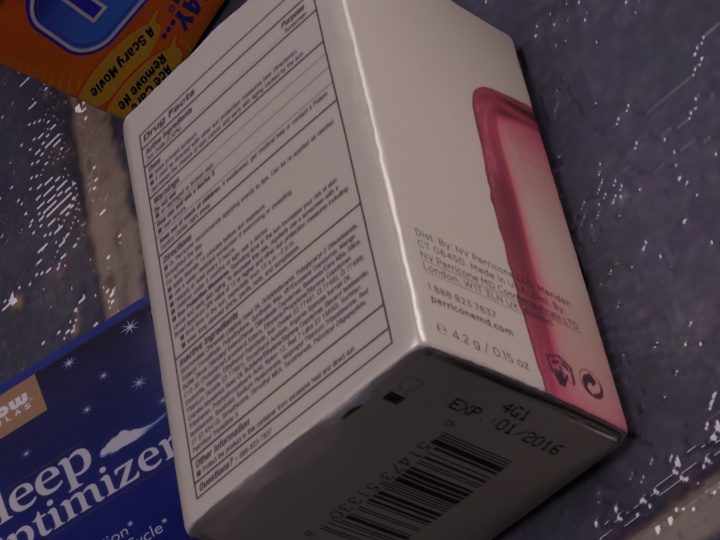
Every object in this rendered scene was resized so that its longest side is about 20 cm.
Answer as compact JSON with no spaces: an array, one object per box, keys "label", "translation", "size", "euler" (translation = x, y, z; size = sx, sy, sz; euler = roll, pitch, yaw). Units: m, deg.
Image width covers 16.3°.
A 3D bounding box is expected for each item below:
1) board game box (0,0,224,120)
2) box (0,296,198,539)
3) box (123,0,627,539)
[{"label":"board game box","translation":[-0.159,-0.226,1.170],"size":[0.200,0.200,0.200],"euler":[-55,39,14]},{"label":"box","translation":[-0.114,0.093,1.048],"size":[0.121,0.032,0.200],"euler":[-32,43,2]},{"label":"box","translation":[0.000,0.000,0.933],"size":[0.128,0.109,0.200],"euler":[-40,44,31]}]
